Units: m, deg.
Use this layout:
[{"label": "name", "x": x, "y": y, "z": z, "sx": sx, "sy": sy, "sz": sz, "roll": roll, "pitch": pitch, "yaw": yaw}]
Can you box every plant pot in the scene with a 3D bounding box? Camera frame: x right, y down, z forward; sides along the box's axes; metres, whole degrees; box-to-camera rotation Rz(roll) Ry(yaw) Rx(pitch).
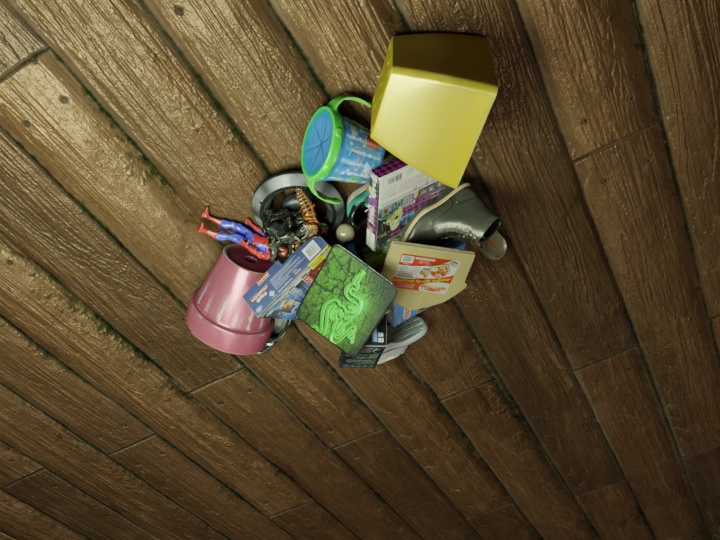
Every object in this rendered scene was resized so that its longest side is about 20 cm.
[{"label": "plant pot", "x": -0.265, "y": 0.051, "z": 1.503, "sx": 0.195, "sy": 0.201, "sz": 0.182, "roll": 15, "pitch": 114, "yaw": -19}, {"label": "plant pot", "x": 0.117, "y": -0.301, "z": 1.216, "sx": 0.172, "sy": 0.203, "sz": 0.203, "roll": 14, "pitch": 131, "yaw": -9}]

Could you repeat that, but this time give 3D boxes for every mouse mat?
[{"label": "mouse mat", "x": -0.030, "y": 0.064, "z": 1.379, "sx": 0.159, "sy": 0.008, "sz": 0.202, "roll": 34, "pitch": 121, "yaw": 5}]

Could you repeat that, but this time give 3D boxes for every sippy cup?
[{"label": "sippy cup", "x": -0.028, "y": -0.227, "z": 1.311, "sx": 0.128, "sy": 0.142, "sz": 0.178, "roll": 11, "pitch": 141, "yaw": -30}]

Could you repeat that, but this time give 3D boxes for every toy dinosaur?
[{"label": "toy dinosaur", "x": -0.129, "y": -0.092, "z": 1.404, "sx": 0.132, "sy": 0.103, "sz": 0.204, "roll": -10, "pitch": 123, "yaw": -13}]

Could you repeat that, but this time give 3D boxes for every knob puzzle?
[{"label": "knob puzzle", "x": 0.127, "y": 0.011, "z": 1.439, "sx": 0.213, "sy": 0.031, "sz": 0.222, "roll": -1, "pitch": 140, "yaw": -1}]

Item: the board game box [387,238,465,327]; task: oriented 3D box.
[{"label": "board game box", "x": 0.147, "y": 0.024, "z": 1.552, "sx": 0.197, "sy": 0.037, "sz": 0.154, "roll": -28, "pitch": 140, "yaw": -22}]

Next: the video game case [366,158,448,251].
[{"label": "video game case", "x": 0.099, "y": -0.152, "z": 1.381, "sx": 0.197, "sy": 0.036, "sz": 0.184, "roll": -28, "pitch": 141, "yaw": -27}]

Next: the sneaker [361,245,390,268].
[{"label": "sneaker", "x": 0.087, "y": -0.041, "z": 1.536, "sx": 0.197, "sy": 0.077, "sz": 0.105, "roll": -24, "pitch": 144, "yaw": 23}]

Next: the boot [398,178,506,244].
[{"label": "boot", "x": 0.181, "y": -0.077, "z": 1.392, "sx": 0.200, "sy": 0.138, "sz": 0.077, "roll": -46, "pitch": 149, "yaw": 3}]

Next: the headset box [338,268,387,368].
[{"label": "headset box", "x": 0.001, "y": 0.113, "z": 1.548, "sx": 0.090, "sy": 0.179, "sz": 0.201, "roll": 2, "pitch": 157, "yaw": -6}]

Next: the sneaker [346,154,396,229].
[{"label": "sneaker", "x": 0.049, "y": -0.158, "z": 1.406, "sx": 0.071, "sy": 0.081, "sz": 0.199, "roll": 31, "pitch": 122, "yaw": -30}]

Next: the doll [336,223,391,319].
[{"label": "doll", "x": 0.000, "y": 0.000, "z": 1.414, "sx": 0.048, "sy": 0.136, "sz": 0.204, "roll": -25, "pitch": 88, "yaw": 1}]

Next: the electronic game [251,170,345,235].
[{"label": "electronic game", "x": -0.129, "y": -0.129, "z": 1.440, "sx": 0.194, "sy": 0.042, "sz": 0.202, "roll": -1, "pitch": 140, "yaw": -1}]

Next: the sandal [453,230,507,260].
[{"label": "sandal", "x": 0.259, "y": -0.077, "z": 1.501, "sx": 0.198, "sy": 0.054, "sz": 0.083, "roll": 34, "pitch": 89, "yaw": -32}]

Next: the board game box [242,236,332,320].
[{"label": "board game box", "x": -0.119, "y": 0.028, "z": 1.440, "sx": 0.200, "sy": 0.062, "sz": 0.200, "roll": -45, "pitch": 157, "yaw": 1}]

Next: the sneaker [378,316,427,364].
[{"label": "sneaker", "x": 0.092, "y": 0.175, "z": 1.733, "sx": 0.197, "sy": 0.075, "sz": 0.070, "roll": -26, "pitch": 140, "yaw": 29}]

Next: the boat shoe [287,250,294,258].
[{"label": "boat shoe", "x": -0.121, "y": 0.026, "z": 1.562, "sx": 0.065, "sy": 0.075, "sz": 0.200, "roll": -30, "pitch": 137, "yaw": 8}]

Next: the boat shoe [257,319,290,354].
[{"label": "boat shoe", "x": -0.221, "y": 0.143, "z": 1.667, "sx": 0.074, "sy": 0.061, "sz": 0.202, "roll": 14, "pitch": 129, "yaw": -18}]

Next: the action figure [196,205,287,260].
[{"label": "action figure", "x": -0.243, "y": -0.072, "z": 1.464, "sx": 0.197, "sy": 0.067, "sz": 0.052, "roll": 23, "pitch": 140, "yaw": -23}]
